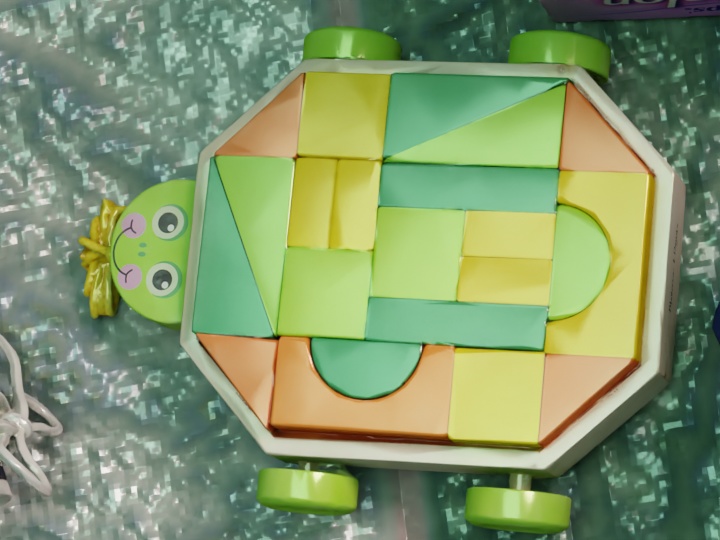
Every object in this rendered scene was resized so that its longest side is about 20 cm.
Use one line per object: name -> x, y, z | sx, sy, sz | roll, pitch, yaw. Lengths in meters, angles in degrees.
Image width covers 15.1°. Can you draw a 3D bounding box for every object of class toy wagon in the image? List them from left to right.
toy wagon -> 0.000, 0.000, 0.860 | 0.200, 0.040, 0.155 | 3, 80, 16

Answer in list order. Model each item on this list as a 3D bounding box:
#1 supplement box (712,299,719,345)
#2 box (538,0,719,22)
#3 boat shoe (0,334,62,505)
supplement box -> 0.183, 0.040, 0.705 | 0.109, 0.110, 0.200 | -1, 42, -16
box -> 0.120, -0.146, 0.771 | 0.176, 0.200, 0.097 | -2, 78, 16
boat shoe -> -0.135, 0.058, 0.868 | 0.086, 0.075, 0.202 | 5, 83, 17
